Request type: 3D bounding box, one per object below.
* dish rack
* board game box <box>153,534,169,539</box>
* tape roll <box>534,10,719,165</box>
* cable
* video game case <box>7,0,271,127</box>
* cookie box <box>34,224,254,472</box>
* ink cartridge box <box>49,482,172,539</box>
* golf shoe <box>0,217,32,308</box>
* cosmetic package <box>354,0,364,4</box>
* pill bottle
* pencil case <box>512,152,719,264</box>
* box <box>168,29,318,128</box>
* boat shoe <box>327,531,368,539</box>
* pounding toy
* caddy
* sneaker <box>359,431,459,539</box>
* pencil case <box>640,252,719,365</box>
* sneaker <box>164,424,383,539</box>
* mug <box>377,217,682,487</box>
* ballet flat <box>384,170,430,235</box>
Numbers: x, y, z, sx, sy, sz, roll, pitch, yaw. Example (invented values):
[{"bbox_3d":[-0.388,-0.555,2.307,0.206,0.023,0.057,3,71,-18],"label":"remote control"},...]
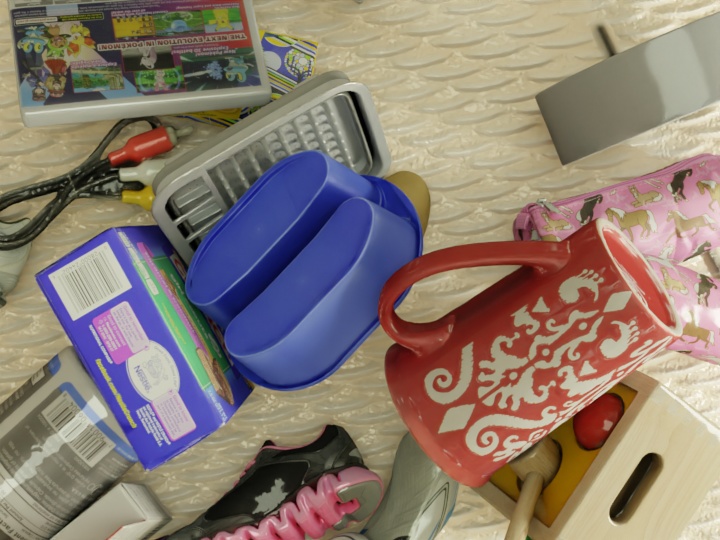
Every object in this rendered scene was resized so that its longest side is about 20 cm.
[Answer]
[{"bbox_3d":[-0.076,-0.083,1.049,0.199,0.172,0.044,-30,63,-3],"label":"dish rack"},{"bbox_3d":[-0.204,0.315,1.025,0.032,0.200,0.121,-29,89,38],"label":"board game box"},{"bbox_3d":[0.249,-0.155,1.042,0.199,0.200,0.067,-23,91,-4],"label":"tape roll"},{"bbox_3d":[-0.228,-0.080,1.066,0.199,0.050,0.098,-14,88,-22],"label":"cable"},{"bbox_3d":[-0.186,-0.206,1.035,0.199,0.023,0.183,-7,64,-14],"label":"video game case"},{"bbox_3d":[-0.165,0.053,1.010,0.075,0.200,0.172,-29,92,2],"label":"cookie box"},{"bbox_3d":[-0.257,0.250,1.015,0.200,0.176,0.045,-39,80,-4],"label":"ink cartridge box"},{"bbox_3d":[-0.374,-0.049,1.075,0.199,0.078,0.098,32,70,-8],"label":"golf shoe"},{"bbox_3d":[-0.021,-0.349,1.026,0.166,0.200,0.168,31,87,-3],"label":"cosmetic package"},{"bbox_3d":[-0.279,0.169,1.047,0.200,0.114,0.114,-42,92,-3],"label":"pill bottle"},{"bbox_3d":[0.237,-0.040,1.101,0.199,0.087,0.083,-16,59,-4],"label":"pencil case"},{"bbox_3d":[-0.141,-0.172,1.074,0.199,0.064,0.070,11,62,-3],"label":"box"},{"bbox_3d":[-0.066,0.301,1.062,0.200,0.066,0.072,-46,62,12],"label":"boat shoe"},{"bbox_3d":[0.173,0.170,1.024,0.142,0.184,0.201,36,87,-23],"label":"pounding toy"},{"bbox_3d":[-0.042,0.002,1.014,0.200,0.105,0.141,-46,55,6],"label":"caddy"},{"bbox_3d":[0.040,0.226,1.095,0.072,0.072,0.201,19,100,-44],"label":"sneaker"},{"bbox_3d":[0.292,0.042,1.066,0.199,0.087,0.083,13,121,-24],"label":"pencil case"},{"bbox_3d":[-0.082,0.197,1.086,0.199,0.079,0.096,-24,53,-1],"label":"sneaker"},{"bbox_3d":[0.122,0.053,0.952,0.200,0.177,0.134,-36,52,21],"label":"mug"},{"bbox_3d":[0.000,0.000,1.092,0.068,0.063,0.201,33,87,-1],"label":"ballet flat"}]
